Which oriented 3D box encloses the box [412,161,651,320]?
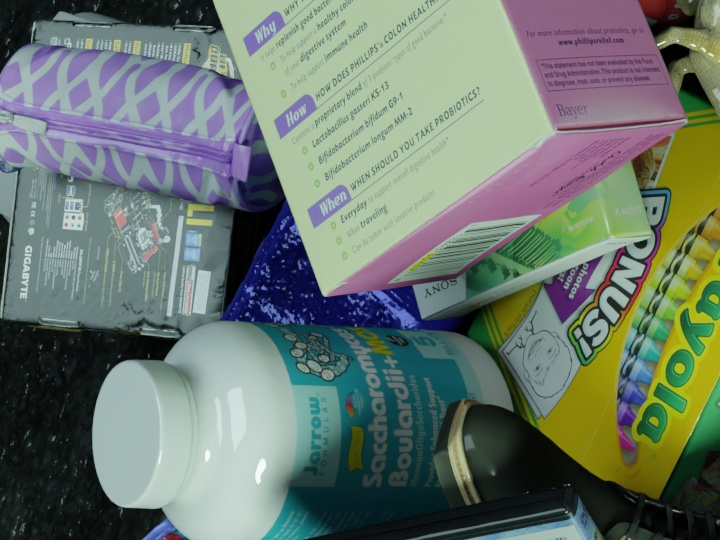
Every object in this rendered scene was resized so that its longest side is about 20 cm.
[{"bbox_3d":[0.061,-0.090,1.141,0.144,0.036,0.201,-26,78,46],"label":"box"}]

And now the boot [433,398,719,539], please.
[{"bbox_3d":[0.141,0.113,0.996,0.138,0.200,0.078,-26,32,38],"label":"boot"}]

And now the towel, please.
[{"bbox_3d":[0.000,0.000,1.265,0.148,0.049,0.201,43,122,29],"label":"towel"}]

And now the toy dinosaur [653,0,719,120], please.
[{"bbox_3d":[0.173,-0.137,1.071,0.100,0.058,0.201,8,81,11],"label":"toy dinosaur"}]

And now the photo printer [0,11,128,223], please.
[{"bbox_3d":[-0.183,-0.093,1.569,0.200,0.069,0.167,24,94,52],"label":"photo printer"}]

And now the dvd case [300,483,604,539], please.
[{"bbox_3d":[0.070,0.181,1.016,0.142,0.200,0.018,-14,37,26],"label":"dvd case"}]

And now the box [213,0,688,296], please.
[{"bbox_3d":[0.033,-0.116,1.073,0.176,0.096,0.201,-36,70,44],"label":"box"}]

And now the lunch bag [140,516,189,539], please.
[{"bbox_3d":[-0.015,0.206,1.166,0.094,0.151,0.199,-45,39,-19],"label":"lunch bag"}]

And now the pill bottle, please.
[{"bbox_3d":[-0.029,0.082,1.113,0.111,0.199,0.112,-6,83,55],"label":"pill bottle"}]

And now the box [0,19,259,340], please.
[{"bbox_3d":[-0.142,-0.057,1.442,0.159,0.049,0.202,4,86,19],"label":"box"}]

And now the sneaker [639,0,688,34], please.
[{"bbox_3d":[0.192,-0.164,1.147,0.199,0.112,0.072,10,79,22],"label":"sneaker"}]

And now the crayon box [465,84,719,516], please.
[{"bbox_3d":[0.146,0.013,1.123,0.172,0.058,0.201,36,104,51],"label":"crayon box"}]

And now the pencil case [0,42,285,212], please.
[{"bbox_3d":[-0.134,-0.088,1.366,0.199,0.085,0.085,10,96,25],"label":"pencil case"}]
